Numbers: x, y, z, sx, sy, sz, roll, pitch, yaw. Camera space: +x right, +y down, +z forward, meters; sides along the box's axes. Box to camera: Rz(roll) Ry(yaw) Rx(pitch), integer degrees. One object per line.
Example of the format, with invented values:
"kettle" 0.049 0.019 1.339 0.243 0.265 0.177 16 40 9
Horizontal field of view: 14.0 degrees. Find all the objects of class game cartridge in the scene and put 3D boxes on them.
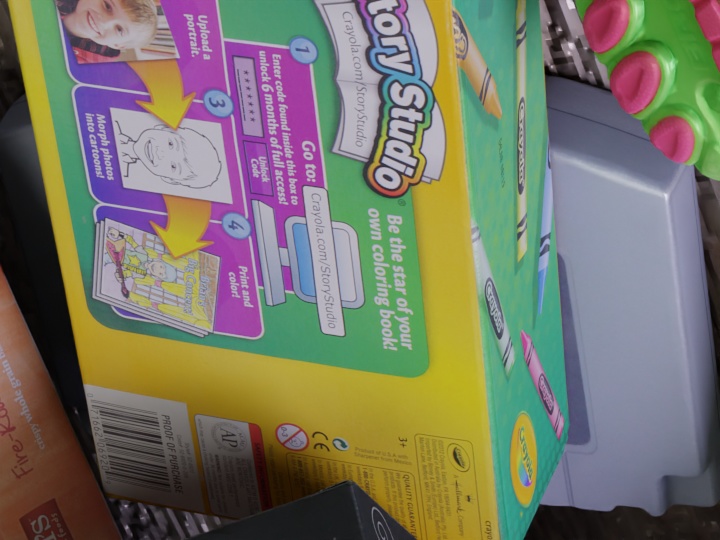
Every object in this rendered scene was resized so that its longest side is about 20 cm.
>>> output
"game cartridge" 0.000 0.000 0.810 0.199 0.041 0.134 6 132 22

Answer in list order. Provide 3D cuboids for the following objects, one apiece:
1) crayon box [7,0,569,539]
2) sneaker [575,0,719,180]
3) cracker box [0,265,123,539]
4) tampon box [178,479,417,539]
"crayon box" -0.016 -0.024 0.735 0.118 0.058 0.201 9 129 19
"sneaker" 0.074 -0.120 0.657 0.077 0.084 0.201 -2 110 49
"cracker box" -0.160 0.045 0.847 0.200 0.058 0.135 -12 103 54
"tampon box" -0.014 0.183 0.733 0.126 0.201 0.150 -20 150 14
